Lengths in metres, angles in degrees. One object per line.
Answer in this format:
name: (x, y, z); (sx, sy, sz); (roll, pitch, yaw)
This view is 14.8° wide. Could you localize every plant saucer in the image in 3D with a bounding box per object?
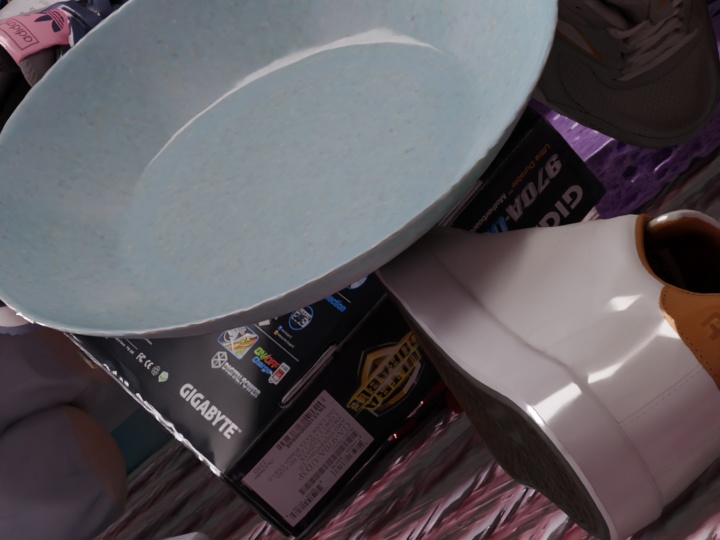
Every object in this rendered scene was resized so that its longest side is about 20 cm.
plant saucer: (-0.025, -0.040, 0.865); (0.201, 0.039, 0.201); (-19, 38, 15)

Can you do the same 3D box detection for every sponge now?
sponge: (0.125, -0.078, 1.111); (0.111, 0.030, 0.200); (-38, 10, 6)

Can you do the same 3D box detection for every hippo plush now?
hippo plush: (-0.181, 0.094, 1.112); (0.161, 0.159, 0.201); (122, 151, -64)

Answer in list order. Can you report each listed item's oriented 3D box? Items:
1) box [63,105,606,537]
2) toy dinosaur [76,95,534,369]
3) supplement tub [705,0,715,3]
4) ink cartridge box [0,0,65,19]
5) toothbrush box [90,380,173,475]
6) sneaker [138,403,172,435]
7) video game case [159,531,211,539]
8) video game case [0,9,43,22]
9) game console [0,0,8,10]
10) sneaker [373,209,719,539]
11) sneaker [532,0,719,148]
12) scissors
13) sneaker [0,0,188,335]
box: (-0.033, -0.019, 0.971); (0.159, 0.046, 0.200); (-48, 41, -5)
toy dinosaur: (0.000, 0.000, 1.028); (0.200, 0.088, 0.047); (-39, 8, 6)
supplement tub: (0.158, -0.179, 1.064); (0.200, 0.123, 0.123); (-23, 9, -5)
ink cartridge box: (-0.035, -0.114, 1.185); (0.200, 0.043, 0.196); (-44, 50, -16)
toothbrush box: (-0.133, 0.015, 1.259); (0.200, 0.147, 0.085); (-41, 11, -14)
sneaker: (-0.020, 0.012, 1.146); (0.200, 0.075, 0.088); (-26, -1, 44)
video game case: (-0.141, 0.156, 1.028); (0.143, 0.018, 0.200); (-44, 12, -27)
video game case: (-0.165, -0.058, 1.045); (0.143, 0.018, 0.200); (-32, -6, 42)
game console: (-0.235, -0.059, 1.217); (0.118, 0.171, 0.200); (-5, 22, 17)
sneaker: (0.066, 0.018, 0.798); (0.085, 0.073, 0.200); (-36, 21, -6)
sneaker: (0.082, -0.096, 0.924); (0.076, 0.200, 0.092); (-40, 46, -3)
scissors: (0.024, 0.050, 0.953); (0.200, 0.014, 0.073); (-41, 13, -11)
sneaker: (-0.082, -0.074, 0.957); (0.200, 0.082, 0.070); (-52, 41, -9)
